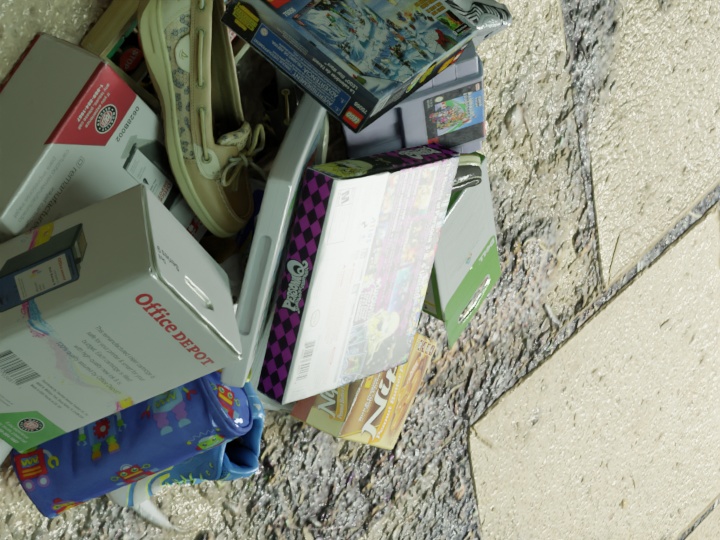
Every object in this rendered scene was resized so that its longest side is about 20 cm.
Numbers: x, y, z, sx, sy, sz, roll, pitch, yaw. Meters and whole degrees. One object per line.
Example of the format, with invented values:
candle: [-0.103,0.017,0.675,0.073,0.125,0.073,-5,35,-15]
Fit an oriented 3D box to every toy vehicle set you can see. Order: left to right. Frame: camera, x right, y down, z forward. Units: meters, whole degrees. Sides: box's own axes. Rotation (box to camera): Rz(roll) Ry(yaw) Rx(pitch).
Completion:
toy vehicle set: [-0.118,-0.221,1.602,0.200,0.026,0.124,-52,143,0]

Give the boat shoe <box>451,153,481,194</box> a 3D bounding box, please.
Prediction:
boat shoe: [0.030,-0.054,1.795,0.200,0.072,0.066,-17,85,-37]

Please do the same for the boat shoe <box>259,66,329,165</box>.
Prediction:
boat shoe: [-0.055,-0.151,1.728,0.072,0.060,0.202,-91,-177,-52]

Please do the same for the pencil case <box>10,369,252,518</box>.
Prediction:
pencil case: [-0.186,0.127,1.637,0.199,0.087,0.078,-23,152,14]

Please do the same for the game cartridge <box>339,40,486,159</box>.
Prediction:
game cartridge: [0.046,-0.134,1.770,0.129,0.039,0.200,-14,160,0]

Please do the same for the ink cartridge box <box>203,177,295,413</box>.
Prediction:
ink cartridge box: [-0.083,0.024,1.810,0.199,0.047,0.199,14,98,-56]

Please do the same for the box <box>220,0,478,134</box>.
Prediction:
box: [-0.005,-0.190,1.579,0.040,0.137,0.200,-53,173,33]

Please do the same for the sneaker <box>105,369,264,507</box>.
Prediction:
sneaker: [-0.146,0.154,1.709,0.075,0.105,0.200,0,136,-43]

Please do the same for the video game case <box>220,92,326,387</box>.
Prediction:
video game case: [-0.067,-0.031,1.634,0.200,0.024,0.183,-74,178,-63]

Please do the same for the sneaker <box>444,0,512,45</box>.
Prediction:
sneaker: [0.057,-0.245,1.759,0.200,0.075,0.116,-17,80,-57]

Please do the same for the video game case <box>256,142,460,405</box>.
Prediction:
video game case: [0.000,0.000,1.696,0.181,0.036,0.201,-15,125,-52]

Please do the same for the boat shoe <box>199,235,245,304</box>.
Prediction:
boat shoe: [-0.171,0.052,1.668,0.199,0.071,0.070,-34,123,-20]

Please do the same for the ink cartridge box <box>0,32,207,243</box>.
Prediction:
ink cartridge box: [-0.208,-0.062,1.567,0.147,0.083,0.200,-57,143,-11]

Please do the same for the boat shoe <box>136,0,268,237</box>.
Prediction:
boat shoe: [-0.113,-0.120,1.551,0.073,0.062,0.201,-60,137,-59]

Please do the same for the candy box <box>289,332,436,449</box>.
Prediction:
candy box: [0.006,0.100,1.903,0.116,0.055,0.200,-67,164,-2]

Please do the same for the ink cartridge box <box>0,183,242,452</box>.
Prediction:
ink cartridge box: [-0.206,0.038,1.498,0.199,0.088,0.145,-21,145,15]

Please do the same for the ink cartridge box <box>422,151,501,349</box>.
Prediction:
ink cartridge box: [0.079,-0.025,1.946,0.104,0.059,0.201,-55,155,-24]

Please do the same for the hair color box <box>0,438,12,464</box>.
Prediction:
hair color box: [-0.354,0.172,1.542,0.201,0.061,0.102,-56,143,-13]
